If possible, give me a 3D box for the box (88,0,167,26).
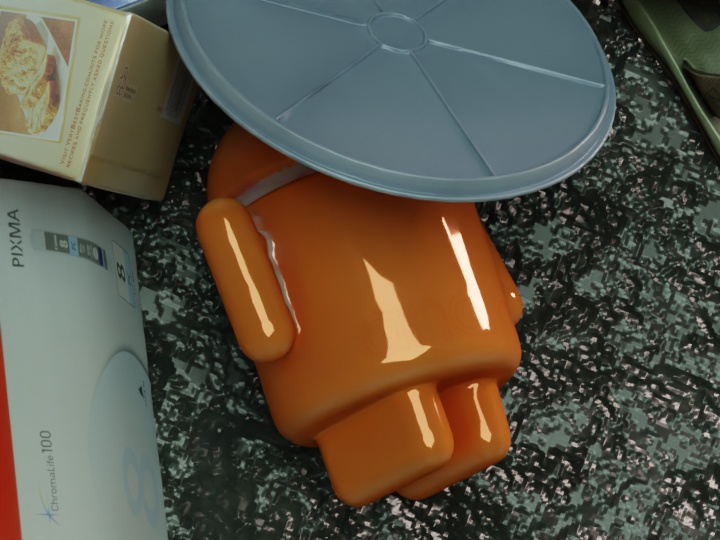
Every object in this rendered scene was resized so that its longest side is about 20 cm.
[{"bbox_3d":[-0.090,-0.181,1.325,0.199,0.048,0.122,-23,76,-16],"label":"box"}]

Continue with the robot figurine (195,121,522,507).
[{"bbox_3d":[0.001,0.000,1.252,0.143,0.117,0.201,-16,76,-11],"label":"robot figurine"}]

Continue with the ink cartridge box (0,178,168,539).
[{"bbox_3d":[-0.132,0.038,1.173,0.047,0.200,0.161,-10,75,9],"label":"ink cartridge box"}]

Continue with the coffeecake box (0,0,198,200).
[{"bbox_3d":[-0.182,-0.095,1.202,0.199,0.153,0.073,17,91,8],"label":"coffeecake box"}]

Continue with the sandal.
[{"bbox_3d":[0.190,-0.093,1.341,0.080,0.057,0.201,-38,83,-18],"label":"sandal"}]

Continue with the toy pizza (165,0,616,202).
[{"bbox_3d":[0.012,-0.091,1.218,0.199,0.032,0.201,11,40,-10],"label":"toy pizza"}]
